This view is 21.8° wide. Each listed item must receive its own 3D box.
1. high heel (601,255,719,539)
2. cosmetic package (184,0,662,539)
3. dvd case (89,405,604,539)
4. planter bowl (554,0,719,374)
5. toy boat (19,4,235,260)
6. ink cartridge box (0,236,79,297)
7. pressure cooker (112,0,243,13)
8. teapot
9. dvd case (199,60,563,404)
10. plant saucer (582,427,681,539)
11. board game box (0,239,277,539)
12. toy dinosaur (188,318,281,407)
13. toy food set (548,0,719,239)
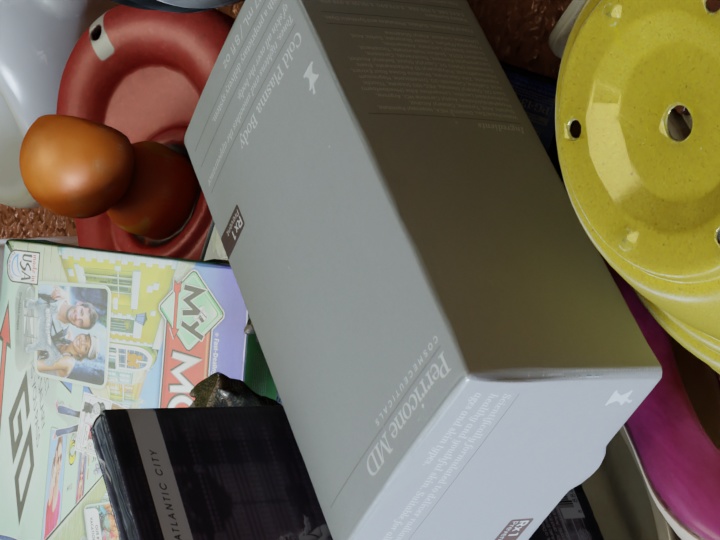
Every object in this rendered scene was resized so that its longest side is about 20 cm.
[{"bbox_3d":[0.133,0.051,0.655,0.200,0.067,0.096,37,86,30],"label":"high heel"},{"bbox_3d":[0.014,-0.008,0.664,0.107,0.090,0.201,-60,39,39],"label":"cosmetic package"},{"bbox_3d":[0.013,0.114,0.651,0.016,0.199,0.150,-48,52,42],"label":"dvd case"},{"bbox_3d":[0.119,-0.046,0.566,0.200,0.083,0.202,12,105,49],"label":"planter bowl"},{"bbox_3d":[-0.103,-0.041,0.870,0.130,0.130,0.201,-32,55,29],"label":"toy boat"},{"bbox_3d":[-0.116,0.089,0.935,0.083,0.145,0.201,-50,50,50],"label":"ink cartridge box"},{"bbox_3d":[-0.056,-0.196,0.740,0.199,0.178,0.177,-9,102,42],"label":"pressure cooker"},{"bbox_3d":[-0.185,-0.142,1.053,0.199,0.146,0.198,28,147,33],"label":"teapot"},{"bbox_3d":[0.000,0.000,0.778,0.142,0.018,0.202,21,97,22],"label":"dvd case"},{"bbox_3d":[0.069,0.125,0.769,0.199,0.029,0.202,-1,89,56],"label":"plant saucer"},{"bbox_3d":[-0.101,0.092,0.794,0.134,0.029,0.202,6,92,32],"label":"board game box"},{"bbox_3d":[-0.017,0.075,0.726,0.077,0.102,0.201,-28,38,37],"label":"toy dinosaur"},{"bbox_3d":[0.145,-0.054,0.633,0.144,0.060,0.201,-55,47,39],"label":"toy food set"}]
